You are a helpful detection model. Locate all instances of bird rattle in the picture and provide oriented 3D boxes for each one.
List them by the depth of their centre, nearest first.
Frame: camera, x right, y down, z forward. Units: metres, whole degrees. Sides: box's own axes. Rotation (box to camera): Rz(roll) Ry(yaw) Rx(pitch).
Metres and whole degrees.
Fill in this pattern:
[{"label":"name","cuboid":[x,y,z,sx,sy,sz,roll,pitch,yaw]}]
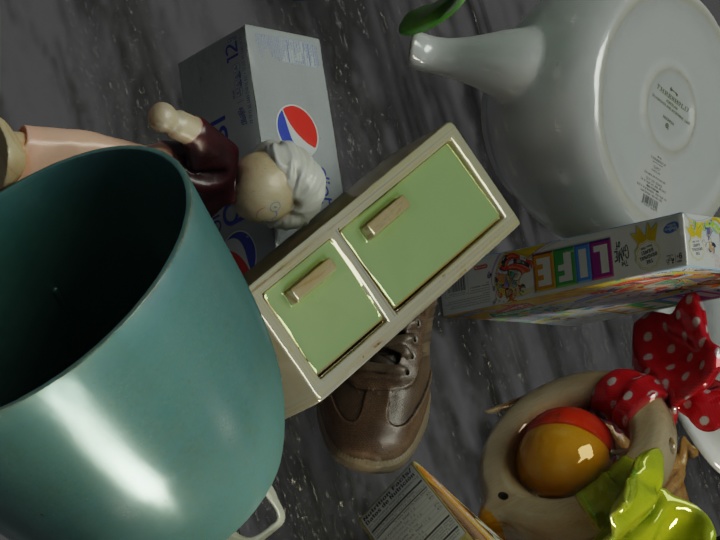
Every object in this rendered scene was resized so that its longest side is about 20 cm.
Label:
[{"label":"bird rattle","cuboid":[0.150,0.106,1.715,0.113,0.162,0.201,56,36,-47]}]

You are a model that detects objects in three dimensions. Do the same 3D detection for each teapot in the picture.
[{"label":"teapot","cuboid":[0.151,-0.101,1.825,0.197,0.146,0.201,-35,114,-42]}]

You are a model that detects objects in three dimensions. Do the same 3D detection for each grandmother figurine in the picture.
[{"label":"grandmother figurine","cuboid":[-0.114,-0.048,1.533,0.199,0.121,0.061,1,67,-24]}]

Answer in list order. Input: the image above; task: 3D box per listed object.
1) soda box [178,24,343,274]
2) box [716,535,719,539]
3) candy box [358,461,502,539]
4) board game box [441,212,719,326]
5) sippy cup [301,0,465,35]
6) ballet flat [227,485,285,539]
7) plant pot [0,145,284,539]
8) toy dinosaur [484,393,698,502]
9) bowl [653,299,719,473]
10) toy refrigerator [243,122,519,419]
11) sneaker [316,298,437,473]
[{"label":"soda box","cuboid":[-0.053,-0.039,1.634,0.063,0.068,0.201,6,68,-42]},{"label":"box","cuboid":[0.246,0.275,1.752,0.124,0.148,0.201,3,71,-44]},{"label":"candy box","cuboid":[0.081,0.198,1.590,0.115,0.055,0.200,43,1,-26]},{"label":"board game box","cuboid":[0.168,0.002,1.752,0.134,0.199,0.034,5,77,-45]},{"label":"sippy cup","cuboid":[-0.012,-0.234,1.720,0.139,0.130,0.179,-4,76,-49]},{"label":"ballet flat","cuboid":[-0.071,0.162,1.514,0.068,0.068,0.201,15,59,-77]},{"label":"plant pot","cuboid":[-0.131,0.062,1.417,0.161,0.200,0.201,55,41,-32]},{"label":"toy dinosaur","cuboid":[0.179,0.104,1.827,0.200,0.060,0.107,42,48,-26]},{"label":"bowl","cuboid":[0.306,0.054,1.963,0.201,0.090,0.202,23,57,-40]},{"label":"toy refrigerator","cuboid":[0.000,0.000,1.564,0.200,0.070,0.076,-40,98,-39]},{"label":"sneaker","cuboid":[0.012,0.027,1.656,0.076,0.070,0.201,89,7,-47]}]
